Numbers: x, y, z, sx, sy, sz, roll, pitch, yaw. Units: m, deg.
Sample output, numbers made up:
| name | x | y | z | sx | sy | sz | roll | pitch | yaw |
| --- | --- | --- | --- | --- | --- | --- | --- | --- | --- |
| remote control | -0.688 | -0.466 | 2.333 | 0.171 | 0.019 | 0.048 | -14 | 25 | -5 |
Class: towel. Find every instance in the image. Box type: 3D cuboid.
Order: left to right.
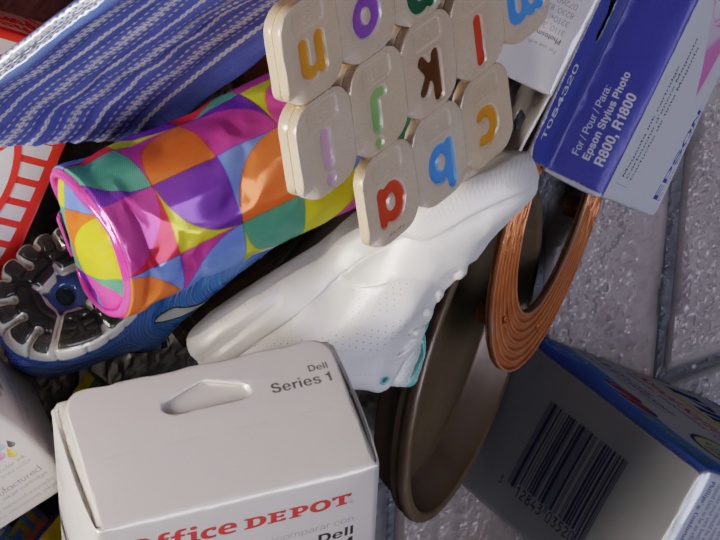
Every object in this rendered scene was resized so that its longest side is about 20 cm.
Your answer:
| name | x | y | z | sx | sy | sz | roll | pitch | yaw |
| --- | --- | --- | --- | --- | --- | --- | --- | --- | --- |
| towel | -0.100 | -0.096 | 1.260 | 0.145 | 0.024 | 0.200 | -34 | 170 | 25 |

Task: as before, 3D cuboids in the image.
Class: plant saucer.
| name | x | y | z | sx | sy | sz | roll | pitch | yaw |
| --- | --- | --- | --- | --- | --- | --- | --- | --- | --- |
| plant saucer | 0.053 | 0.041 | 1.522 | 0.200 | 0.029 | 0.200 | 18 | 90 | -75 |

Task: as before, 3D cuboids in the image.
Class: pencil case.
| name | x | y | z | sx | sy | sz | roll | pitch | yaw |
| --- | --- | --- | --- | --- | --- | --- | --- | --- | --- |
| pencil case | -0.052 | -0.050 | 1.330 | 0.200 | 0.088 | 0.088 | -26 | 128 | -24 |

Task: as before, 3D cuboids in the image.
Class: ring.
| name | x | y | z | sx | sy | sz | roll | pitch | yaw |
| --- | --- | --- | --- | --- | --- | --- | --- | --- | --- |
| ring | 0.104 | -0.041 | 1.520 | 0.200 | 0.019 | 0.201 | 17 | 90 | -72 |

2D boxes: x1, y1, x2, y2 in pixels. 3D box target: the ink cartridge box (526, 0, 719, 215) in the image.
| name | x | y | z | sx | sy | sz | roll | pitch | yaw |
| --- | --- | --- | --- | --- | --- | --- | --- | --- | --- |
| ink cartridge box | 0.168 | -0.130 | 1.489 | 0.196 | 0.043 | 0.200 | -65 | 165 | 5 |

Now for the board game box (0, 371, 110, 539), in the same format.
| name | x | y | z | sx | sy | sz | roll | pitch | yaw |
| --- | --- | --- | --- | --- | --- | --- | --- | --- | --- |
| board game box | -0.143 | 0.177 | 1.495 | 0.200 | 0.057 | 0.165 | -53 | 132 | 1 |

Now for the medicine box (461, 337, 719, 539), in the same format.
| name | x | y | z | sx | sy | sz | roll | pitch | yaw |
| --- | --- | --- | --- | --- | --- | --- | --- | --- | --- |
| medicine box | 0.185 | 0.139 | 1.633 | 0.200 | 0.182 | 0.103 | 20 | 103 | -42 |

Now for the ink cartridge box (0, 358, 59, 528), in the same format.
| name | x | y | z | sx | sy | sz | roll | pitch | yaw |
| --- | --- | --- | --- | --- | --- | --- | --- | --- | --- |
| ink cartridge box | -0.238 | 0.068 | 1.310 | 0.116 | 0.068 | 0.200 | -33 | 144 | 6 |

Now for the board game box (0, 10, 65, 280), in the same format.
| name | x | y | z | sx | sy | sz | roll | pitch | yaw |
| --- | --- | --- | --- | --- | --- | --- | --- | --- | --- |
| board game box | -0.238 | -0.063 | 1.291 | 0.200 | 0.046 | 0.152 | 13 | 107 | -41 |

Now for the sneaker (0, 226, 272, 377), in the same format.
| name | x | y | z | sx | sy | sz | roll | pitch | yaw |
| --- | --- | --- | --- | --- | --- | --- | --- | --- | --- |
| sneaker | -0.103 | -0.010 | 1.394 | 0.200 | 0.079 | 0.089 | -30 | 168 | -22 |

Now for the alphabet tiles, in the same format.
| name | x | y | z | sx | sy | sz | roll | pitch | yaw |
| --- | --- | --- | --- | --- | --- | --- | --- | --- | --- |
| alphabet tiles | 0.024 | -0.119 | 1.280 | 0.200 | 0.015 | 0.196 | -40 | 133 | -39 |

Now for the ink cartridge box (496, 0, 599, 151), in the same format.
| name | x | y | z | sx | sy | sz | roll | pitch | yaw |
| --- | --- | --- | --- | --- | --- | --- | --- | --- | --- |
| ink cartridge box | 0.091 | -0.163 | 1.426 | 0.068 | 0.115 | 0.200 | 25 | 100 | -6 |

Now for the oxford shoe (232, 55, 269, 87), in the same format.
| name | x | y | z | sx | sy | sz | roll | pitch | yaw |
| --- | --- | --- | --- | --- | --- | --- | --- | --- | --- |
| oxford shoe | 0.001 | -0.168 | 1.397 | 0.200 | 0.071 | 0.071 | -50 | 130 | 0 |

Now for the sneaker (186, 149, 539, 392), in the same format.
| name | x | y | z | sx | sy | sz | roll | pitch | yaw |
| --- | --- | --- | --- | --- | --- | --- | --- | --- | --- |
| sneaker | 0.016 | 0.015 | 1.392 | 0.200 | 0.075 | 0.089 | -32 | 99 | 11 |

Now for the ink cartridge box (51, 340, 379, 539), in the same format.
| name | x | y | z | sx | sy | sz | roll | pitch | yaw |
| --- | --- | --- | --- | --- | --- | --- | --- | --- | --- |
| ink cartridge box | -0.072 | 0.140 | 1.376 | 0.146 | 0.084 | 0.200 | -13 | 141 | -13 |

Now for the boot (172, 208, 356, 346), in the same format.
| name | x | y | z | sx | sy | sz | roll | pitch | yaw |
| --- | --- | --- | --- | --- | --- | --- | --- | --- | --- |
| boot | 0.000 | 0.000 | 1.461 | 0.200 | 0.097 | 0.075 | -38 | 176 | -5 |
